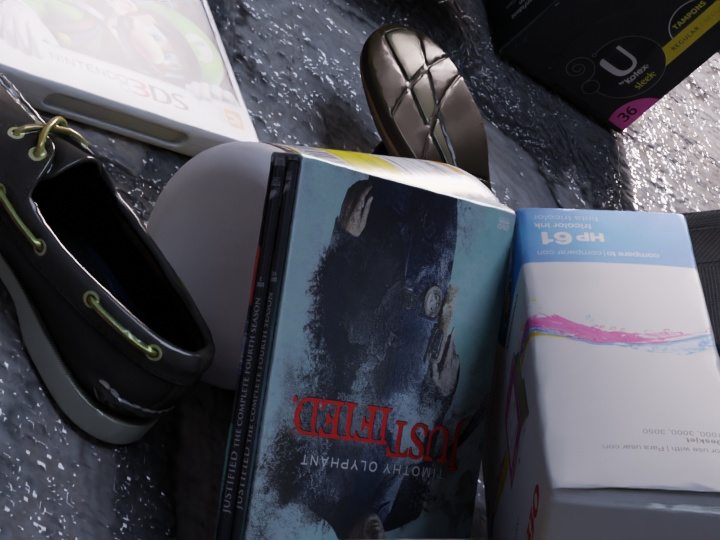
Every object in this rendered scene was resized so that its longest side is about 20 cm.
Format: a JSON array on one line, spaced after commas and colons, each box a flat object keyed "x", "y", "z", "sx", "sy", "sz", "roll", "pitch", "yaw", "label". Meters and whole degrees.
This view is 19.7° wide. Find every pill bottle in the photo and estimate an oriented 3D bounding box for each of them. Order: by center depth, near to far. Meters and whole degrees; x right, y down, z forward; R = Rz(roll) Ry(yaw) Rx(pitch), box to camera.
[{"x": 0.000, "y": 0.000, "z": 0.966, "sx": 0.200, "sy": 0.109, "sz": 0.109, "roll": 3, "pitch": 53, "yaw": -52, "label": "pill bottle"}]

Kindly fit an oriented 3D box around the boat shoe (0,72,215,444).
[{"x": -0.129, "y": -0.027, "z": 0.869, "sx": 0.201, "sy": 0.061, "sz": 0.072, "roll": 56, "pitch": 29, "yaw": 12, "label": "boat shoe"}]

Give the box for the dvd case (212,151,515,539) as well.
[{"x": 0.003, "y": 0.061, "z": 0.869, "sx": 0.146, "sy": 0.022, "sz": 0.200, "roll": 13, "pitch": 85, "yaw": -48, "label": "dvd case"}]

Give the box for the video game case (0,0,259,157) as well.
[{"x": -0.145, "y": -0.151, "z": 1.032, "sx": 0.182, "sy": 0.023, "sz": 0.200, "roll": 16, "pitch": 43, "yaw": -46, "label": "video game case"}]

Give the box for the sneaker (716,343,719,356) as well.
[{"x": 0.170, "y": 0.100, "z": 1.145, "sx": 0.200, "sy": 0.075, "sz": 0.077, "roll": -69, "pitch": 149, "yaw": -63, "label": "sneaker"}]

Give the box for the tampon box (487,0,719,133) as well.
[{"x": 0.174, "y": -0.229, "z": 1.434, "sx": 0.126, "sy": 0.150, "sz": 0.200, "roll": 29, "pitch": 35, "yaw": -32, "label": "tampon box"}]

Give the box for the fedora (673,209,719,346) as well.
[{"x": 0.242, "y": 0.006, "z": 1.281, "sx": 0.200, "sy": 0.177, "sz": 0.090, "roll": -6, "pitch": 90, "yaw": -56, "label": "fedora"}]

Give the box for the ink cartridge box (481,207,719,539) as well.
[{"x": 0.103, "y": 0.086, "z": 0.892, "sx": 0.084, "sy": 0.145, "sz": 0.200, "roll": 3, "pitch": 34, "yaw": -4, "label": "ink cartridge box"}]

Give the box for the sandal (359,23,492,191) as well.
[{"x": 0.040, "y": -0.038, "z": 1.134, "sx": 0.082, "sy": 0.055, "sz": 0.200, "roll": -19, "pitch": 86, "yaw": -53, "label": "sandal"}]
